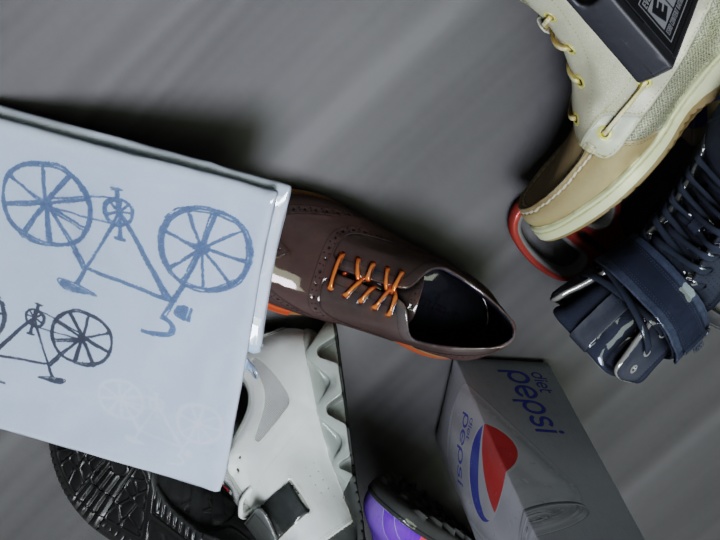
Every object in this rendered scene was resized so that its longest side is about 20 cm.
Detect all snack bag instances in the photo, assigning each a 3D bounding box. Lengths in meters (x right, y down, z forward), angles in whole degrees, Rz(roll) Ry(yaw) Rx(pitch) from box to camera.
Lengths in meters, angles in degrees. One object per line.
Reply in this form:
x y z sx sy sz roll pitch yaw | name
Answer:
-0.141 0.020 0.791 0.186 0.021 0.202 14 116 5 | snack bag

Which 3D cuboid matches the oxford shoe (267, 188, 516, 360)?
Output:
0.000 0.000 0.810 0.198 0.072 0.072 18 87 -25 | oxford shoe

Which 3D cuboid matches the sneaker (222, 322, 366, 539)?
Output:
-0.042 0.134 0.842 0.087 0.202 0.074 -9 162 -2 | sneaker

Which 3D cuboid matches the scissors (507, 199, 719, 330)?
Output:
0.169 0.008 0.904 0.073 0.014 0.200 -42 121 8 | scissors

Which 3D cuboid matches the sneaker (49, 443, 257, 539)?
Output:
-0.095 0.151 0.882 0.199 0.104 0.060 41 104 10 | sneaker

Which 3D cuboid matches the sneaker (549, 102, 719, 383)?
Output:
0.177 -0.013 0.799 0.145 0.077 0.203 -34 156 -6 | sneaker

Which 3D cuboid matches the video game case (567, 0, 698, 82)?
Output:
0.106 -0.216 0.660 0.181 0.201 0.025 43 142 -22 | video game case

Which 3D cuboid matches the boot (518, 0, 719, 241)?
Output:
0.113 -0.124 0.775 0.154 0.072 0.200 33 119 -14 | boot

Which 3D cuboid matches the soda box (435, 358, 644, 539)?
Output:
0.102 0.131 0.844 0.067 0.201 0.064 4 118 -14 | soda box

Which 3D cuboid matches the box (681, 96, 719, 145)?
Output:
0.229 -0.177 0.804 0.120 0.032 0.202 -15 120 -5 | box

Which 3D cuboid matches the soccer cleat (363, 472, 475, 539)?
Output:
0.038 0.184 0.893 0.073 0.068 0.200 -46 151 -4 | soccer cleat
